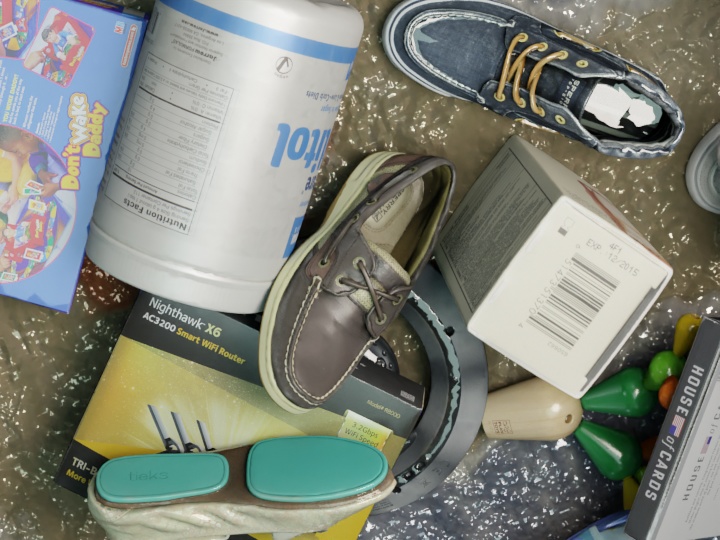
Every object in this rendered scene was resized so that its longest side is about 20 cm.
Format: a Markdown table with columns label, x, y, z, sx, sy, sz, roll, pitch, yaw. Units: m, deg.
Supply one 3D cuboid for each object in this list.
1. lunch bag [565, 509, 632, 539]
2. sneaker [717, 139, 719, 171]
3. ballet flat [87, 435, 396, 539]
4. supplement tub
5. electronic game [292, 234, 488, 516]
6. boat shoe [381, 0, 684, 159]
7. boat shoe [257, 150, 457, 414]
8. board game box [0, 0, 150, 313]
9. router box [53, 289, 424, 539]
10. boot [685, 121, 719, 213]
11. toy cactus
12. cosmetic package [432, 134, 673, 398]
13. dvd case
| label | x | y | z | sx | sy | sz | roll | pitch | yaw |
| --- | --- | --- | --- | --- | --- | --- | --- | --- | --- |
| lunch bag | 0.146 | 0.263 | 1.313 | 0.200 | 0.083 | 0.161 | -31 | 133 | 3 |
| sneaker | 0.277 | -0.010 | 1.247 | 0.070 | 0.080 | 0.200 | -10 | 145 | 28 |
| ballet flat | -0.073 | 0.144 | 1.222 | 0.199 | 0.068 | 0.062 | -2 | 131 | 8 |
| supplement tub | -0.086 | -0.088 | 1.209 | 0.132 | 0.132 | 0.200 | 16 | 103 | -8 |
| electronic game | -0.013 | 0.072 | 1.298 | 0.199 | 0.042 | 0.201 | 1 | 103 | 4 |
| boat shoe | 0.114 | -0.128 | 1.234 | 0.200 | 0.091 | 0.071 | 16 | 102 | -8 |
| boat shoe | 0.000 | 0.000 | 1.208 | 0.073 | 0.065 | 0.200 | 41 | 58 | -28 |
| board game box | -0.227 | -0.087 | 1.242 | 0.134 | 0.045 | 0.200 | 16 | 102 | -8 |
| router box | -0.079 | 0.109 | 1.263 | 0.200 | 0.052 | 0.158 | 25 | 104 | -2 |
| boot | 0.315 | -0.086 | 1.256 | 0.200 | 0.096 | 0.074 | -25 | 104 | 2 |
| toy cactus | 0.164 | 0.095 | 1.292 | 0.165 | 0.102 | 0.200 | -10 | 129 | 17 |
| cosmetic package | 0.116 | -0.007 | 1.208 | 0.087 | 0.200 | 0.103 | 33 | 101 | -12 |
| dvd case | 0.254 | 0.105 | 1.265 | 0.025 | 0.200 | 0.151 | 26 | 103 | 36 |
